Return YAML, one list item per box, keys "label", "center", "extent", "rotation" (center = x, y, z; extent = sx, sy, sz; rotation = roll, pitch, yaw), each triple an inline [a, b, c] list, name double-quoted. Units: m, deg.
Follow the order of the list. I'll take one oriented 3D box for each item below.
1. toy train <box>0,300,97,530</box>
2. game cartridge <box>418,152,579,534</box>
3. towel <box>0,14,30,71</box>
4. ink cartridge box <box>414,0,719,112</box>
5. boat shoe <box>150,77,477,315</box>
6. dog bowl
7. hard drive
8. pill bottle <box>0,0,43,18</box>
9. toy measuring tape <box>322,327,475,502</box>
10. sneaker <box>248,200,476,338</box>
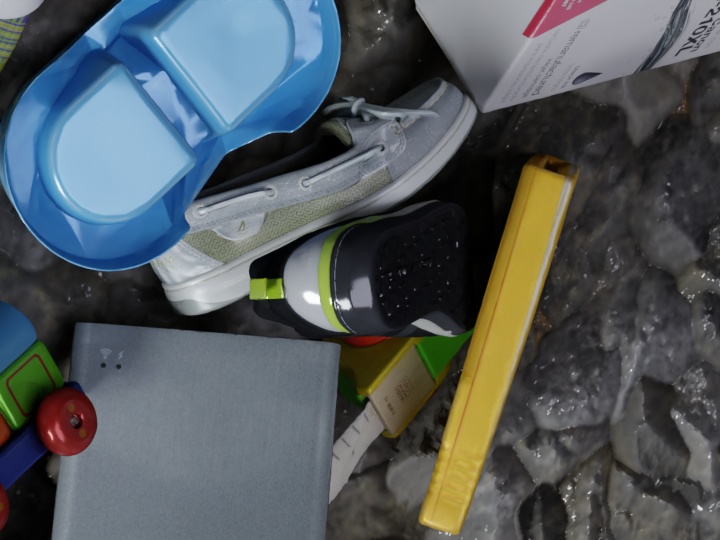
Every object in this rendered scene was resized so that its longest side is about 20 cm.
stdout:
- label: "toy train"
  center: [-0.226, 0.083, 1.214]
  extent: [0.200, 0.085, 0.116]
  rotation: [-45, 117, -40]
- label: "game cartridge"
  center: [0.077, 0.035, 1.405]
  extent: [0.032, 0.176, 0.200]
  rotation: [19, 96, 4]
- label: "towel"
  center: [-0.197, -0.188, 1.202]
  extent: [0.143, 0.023, 0.200]
  rotation: [19, 95, -40]
- label: "ink cartridge box"
  center: [0.151, -0.178, 1.375]
  extent: [0.200, 0.084, 0.145]
  rotation: [-17, 155, -33]
- label: "boat shoe"
  center: [-0.026, -0.051, 1.346]
  extent: [0.202, 0.074, 0.065]
  rotation: [-32, 106, -15]
- label: "dog bowl"
  center: [-0.101, -0.088, 1.277]
  extent: [0.200, 0.050, 0.112]
  rotation: [-45, 112, -16]
- label: "hard drive"
  center: [-0.087, 0.132, 1.295]
  extent: [0.139, 0.033, 0.200]
  rotation: [5, 76, -1]
- label: "pill bottle"
  center: [-0.160, -0.194, 1.140]
  extent: [0.112, 0.112, 0.200]
  rotation: [39, 82, -38]
- label: "toy measuring tape"
  center: [-0.007, 0.069, 1.390]
  extent: [0.200, 0.073, 0.074]
  rotation: [-49, 129, -30]
- label: "sneaker"
  center: [0.000, 0.000, 1.308]
  extent: [0.200, 0.083, 0.072]
  rotation: [5, 81, -68]
